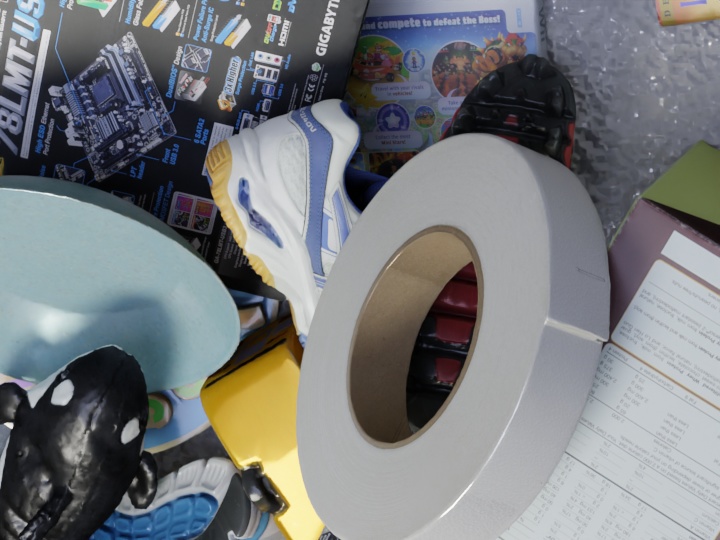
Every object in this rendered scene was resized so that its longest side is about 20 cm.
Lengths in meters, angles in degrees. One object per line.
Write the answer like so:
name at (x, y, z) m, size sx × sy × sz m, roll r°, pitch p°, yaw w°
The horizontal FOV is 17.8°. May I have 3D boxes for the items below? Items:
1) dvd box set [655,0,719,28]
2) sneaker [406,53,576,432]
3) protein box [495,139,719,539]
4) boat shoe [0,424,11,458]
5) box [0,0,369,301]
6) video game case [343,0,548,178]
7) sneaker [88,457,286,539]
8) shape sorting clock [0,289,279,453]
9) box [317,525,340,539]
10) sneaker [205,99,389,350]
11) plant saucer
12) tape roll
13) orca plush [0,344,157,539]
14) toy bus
dvd box set at (0.232, -0.202, 1.110) m, size 0.199 × 0.029 × 0.147 m, roll -6°, pitch 104°, yaw 20°
sneaker at (0.069, -0.009, 1.184) m, size 0.070 × 0.098 × 0.202 m, roll 13°, pitch 86°, yaw 18°
protein box at (0.158, 0.067, 1.114) m, size 0.135 × 0.198 × 0.201 m, roll 32°, pitch 108°, yaw 9°
boat shoe at (-0.240, 0.134, 1.342) m, size 0.071 × 0.091 × 0.201 m, roll 36°, pitch 113°, yaw 7°
box at (-0.109, -0.095, 1.189) m, size 0.197 × 0.050 × 0.201 m, roll 13°, pitch 123°, yaw -4°
video game case at (0.036, -0.048, 1.232) m, size 0.142 × 0.018 × 0.201 m, roll 0°, pitch 105°, yaw 20°
sneaker at (-0.110, 0.155, 1.316) m, size 0.199 × 0.086 × 0.075 m, roll -7°, pitch 70°, yaw 41°
shape sorting clock at (-0.144, 0.008, 1.283) m, size 0.199 × 0.039 × 0.201 m, roll 1°, pitch 101°, yaw 7°
box at (0.063, 0.211, 1.160) m, size 0.199 × 0.115 × 0.133 m, roll 28°, pitch 84°, yaw -12°
sneaker at (0.000, 0.000, 1.183) m, size 0.088 × 0.075 × 0.200 m, roll -28°, pitch 129°, yaw 4°
plant saucer at (-0.157, 0.000, 1.203) m, size 0.200 × 0.039 × 0.201 m, roll 8°, pitch 148°, yaw 5°
tape roll at (0.039, 0.036, 1.064) m, size 0.037 × 0.203 × 0.203 m, roll 20°, pitch 117°, yaw -29°
orca plush at (-0.183, 0.124, 1.248) m, size 0.200 × 0.071 × 0.105 m, roll -35°, pitch 105°, yaw 33°
toy bus at (-0.006, 0.126, 1.253) m, size 0.065 × 0.078 × 0.201 m, roll -30°, pitch 102°, yaw 19°
